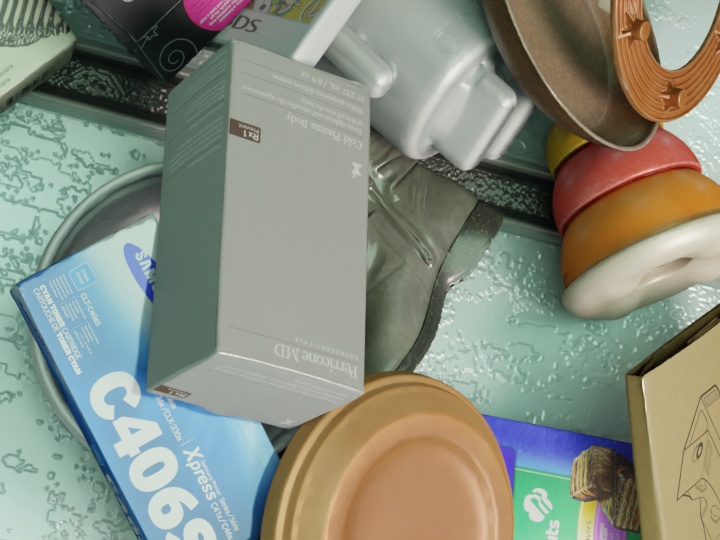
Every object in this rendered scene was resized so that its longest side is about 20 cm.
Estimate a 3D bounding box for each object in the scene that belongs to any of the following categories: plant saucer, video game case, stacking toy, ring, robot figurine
[{"bbox_3d":[0.027,0.164,0.989,0.199,0.037,0.203,-1,92,-40],"label":"plant saucer"},{"bbox_3d":[0.134,-0.169,1.068,0.200,0.036,0.202,28,51,-41],"label":"plant saucer"},{"bbox_3d":[-0.042,-0.226,1.063,0.201,0.181,0.023,-55,133,-13],"label":"video game case"},{"bbox_3d":[0.179,-0.079,1.140,0.145,0.146,0.202,-17,74,-16],"label":"stacking toy"},{"bbox_3d":[0.222,-0.198,1.069,0.200,0.019,0.203,-23,120,-47],"label":"ring"},{"bbox_3d":[0.027,-0.156,1.085,0.200,0.169,0.113,42,117,15],"label":"robot figurine"}]

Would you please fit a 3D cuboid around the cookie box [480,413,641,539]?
[{"bbox_3d":[0.112,0.192,1.109,0.198,0.075,0.173,12,81,-14],"label":"cookie box"}]

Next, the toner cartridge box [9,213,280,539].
[{"bbox_3d":[-0.122,0.078,0.964,0.094,0.043,0.202,-29,93,-18],"label":"toner cartridge box"}]

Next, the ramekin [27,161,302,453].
[{"bbox_3d":[-0.118,0.036,1.046,0.198,0.105,0.203,2,84,-15],"label":"ramekin"}]

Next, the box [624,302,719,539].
[{"bbox_3d":[0.234,0.139,1.104,0.163,0.021,0.202,-26,114,-50],"label":"box"}]

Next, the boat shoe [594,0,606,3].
[{"bbox_3d":[0.089,-0.239,1.162,0.198,0.057,0.067,22,113,-8],"label":"boat shoe"}]

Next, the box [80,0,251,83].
[{"bbox_3d":[-0.112,-0.247,1.012,0.200,0.115,0.132,-44,140,0],"label":"box"}]

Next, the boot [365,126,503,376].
[{"bbox_3d":[0.000,0.000,1.110,0.130,0.068,0.201,34,70,-5],"label":"boot"}]

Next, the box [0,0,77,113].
[{"bbox_3d":[-0.275,-0.200,1.044,0.082,0.068,0.201,-40,96,-14],"label":"box"}]

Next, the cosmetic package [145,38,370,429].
[{"bbox_3d":[-0.058,-0.019,0.946,0.106,0.090,0.202,16,60,-33],"label":"cosmetic package"}]
